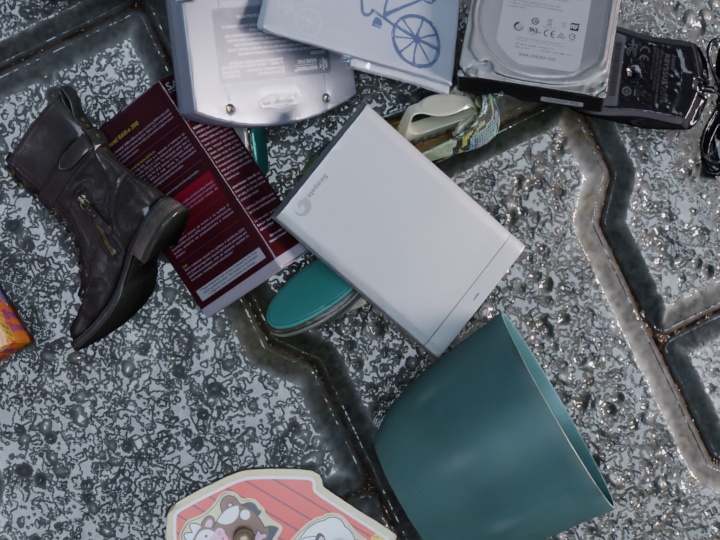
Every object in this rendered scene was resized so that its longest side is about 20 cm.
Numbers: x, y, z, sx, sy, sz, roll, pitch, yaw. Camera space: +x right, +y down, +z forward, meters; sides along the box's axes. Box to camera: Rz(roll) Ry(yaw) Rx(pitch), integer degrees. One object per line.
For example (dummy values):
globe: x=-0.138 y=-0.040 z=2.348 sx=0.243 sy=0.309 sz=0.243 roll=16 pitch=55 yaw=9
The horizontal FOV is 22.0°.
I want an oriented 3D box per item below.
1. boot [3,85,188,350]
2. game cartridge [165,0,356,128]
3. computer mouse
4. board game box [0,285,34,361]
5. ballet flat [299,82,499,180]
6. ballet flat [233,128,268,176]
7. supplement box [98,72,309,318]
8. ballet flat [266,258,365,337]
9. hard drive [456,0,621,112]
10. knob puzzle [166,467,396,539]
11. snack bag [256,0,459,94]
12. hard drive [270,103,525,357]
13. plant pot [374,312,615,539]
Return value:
boot: x=-0.258 y=-0.046 z=1.688 sx=0.174 sy=0.069 sz=0.200 roll=40 pitch=115 yaw=12
game cartridge: x=-0.089 y=-0.196 z=1.670 sx=0.199 sy=0.040 sz=0.134 roll=-11 pitch=93 yaw=-43
computer mouse: x=0.267 y=-0.171 z=1.742 sx=0.199 sy=0.053 sz=0.139 roll=14 pitch=83 yaw=-5
board game box: x=-0.429 y=0.032 z=1.614 sx=0.199 sy=0.200 sz=0.201 roll=-33 pitch=91 yaw=-5
ballet flat: x=0.033 y=-0.126 z=1.715 sx=0.199 sy=0.074 sz=0.075 roll=-23 pitch=91 yaw=-8
ballet flat: x=-0.121 y=-0.179 z=1.714 sx=0.069 sy=0.069 sz=0.201 roll=0 pitch=90 yaw=-4
supplement box: x=-0.146 y=-0.071 z=1.683 sx=0.109 sy=0.061 sz=0.201 roll=-32 pitch=92 yaw=35
ballet flat: x=0.000 y=0.000 z=1.717 sx=0.200 sy=0.064 sz=0.067 roll=-45 pitch=48 yaw=-4
hard drive: x=0.172 y=-0.252 z=1.707 sx=0.139 sy=0.038 sz=0.201 roll=10 pitch=70 yaw=6
knob puzzle: x=-0.092 y=0.274 z=1.720 sx=0.218 sy=0.030 sz=0.221 roll=0 pitch=89 yaw=-4
snack bag: x=0.002 y=-0.270 z=1.691 sx=0.199 sy=0.021 sz=0.190 roll=13 pitch=69 yaw=-20
hard drive: x=0.036 y=-0.035 z=1.673 sx=0.200 sy=0.027 sz=0.132 roll=41 pitch=83 yaw=-13
plant pot: x=0.109 y=0.164 z=1.661 sx=0.160 sy=0.201 sz=0.201 roll=-30 pitch=91 yaw=7
